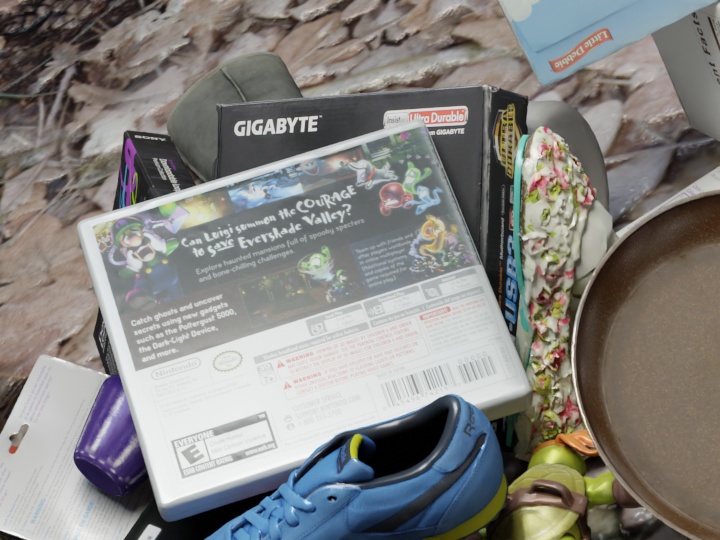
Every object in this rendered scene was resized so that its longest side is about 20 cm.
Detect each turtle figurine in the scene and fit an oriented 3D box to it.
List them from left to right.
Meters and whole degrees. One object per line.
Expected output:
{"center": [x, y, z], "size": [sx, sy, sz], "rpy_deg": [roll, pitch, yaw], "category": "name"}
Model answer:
{"center": [0.101, 0.134, 1.204], "size": [0.198, 0.065, 0.162], "rpy_deg": [-14, 35, 20], "category": "turtle figurine"}

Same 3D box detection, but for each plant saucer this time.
{"center": [0.201, 0.054, 1.193], "size": [0.198, 0.032, 0.202], "rpy_deg": [1, 65, -3], "category": "plant saucer"}

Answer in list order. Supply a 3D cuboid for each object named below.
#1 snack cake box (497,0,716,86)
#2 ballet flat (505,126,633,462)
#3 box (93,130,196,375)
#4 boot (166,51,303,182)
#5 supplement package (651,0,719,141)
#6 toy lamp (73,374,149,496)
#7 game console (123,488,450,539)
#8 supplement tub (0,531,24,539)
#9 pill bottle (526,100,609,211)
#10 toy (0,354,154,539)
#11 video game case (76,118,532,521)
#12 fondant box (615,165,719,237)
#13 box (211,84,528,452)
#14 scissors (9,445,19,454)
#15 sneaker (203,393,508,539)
{"center": [0.161, -0.192, 1.286], "size": [0.199, 0.067, 0.115], "rpy_deg": [-27, 32, 7], "category": "snack cake box"}
{"center": [0.112, 0.016, 1.253], "size": [0.063, 0.201, 0.076], "rpy_deg": [8, 35, 13], "category": "ballet flat"}
{"center": [-0.122, 0.016, 1.447], "size": [0.036, 0.144, 0.200], "rpy_deg": [4, 22, -19], "category": "box"}
{"center": [-0.035, -0.096, 1.625], "size": [0.181, 0.073, 0.200], "rpy_deg": [-25, 26, -1], "category": "boot"}
{"center": [0.258, -0.127, 1.296], "size": [0.121, 0.120, 0.200], "rpy_deg": [-36, 33, -12], "category": "supplement package"}
{"center": [-0.084, 0.035, 1.297], "size": [0.058, 0.058, 0.200], "rpy_deg": [10, 53, 43], "category": "toy lamp"}
{"center": [-0.059, 0.176, 1.197], "size": [0.176, 0.031, 0.201], "rpy_deg": [14, 56, 34], "category": "game console"}
{"center": [-0.248, 0.174, 1.322], "size": [0.144, 0.145, 0.200], "rpy_deg": [-30, 33, -4], "category": "supplement tub"}
{"center": [0.039, -0.041, 1.442], "size": [0.199, 0.115, 0.115], "rpy_deg": [0, 41, 35], "category": "pill bottle"}
{"center": [-0.103, 0.131, 1.298], "size": [0.198, 0.047, 0.116], "rpy_deg": [17, 50, 6], "category": "toy"}
{"center": [-0.032, 0.022, 1.256], "size": [0.198, 0.023, 0.183], "rpy_deg": [-17, 59, -6], "category": "video game case"}
{"center": [0.227, -0.003, 1.310], "size": [0.199, 0.058, 0.144], "rpy_deg": [-33, 33, -7], "category": "fondant box"}
{"center": [0.000, 0.000, 1.366], "size": [0.199, 0.050, 0.200], "rpy_deg": [0, 86, 36], "category": "box"}
{"center": [-0.205, 0.102, 1.326], "size": [0.014, 0.199, 0.073], "rpy_deg": [-57, 38, 12], "category": "scissors"}
{"center": [-0.026, 0.118, 1.160], "size": [0.199, 0.079, 0.066], "rpy_deg": [-26, 45, 2], "category": "sneaker"}
